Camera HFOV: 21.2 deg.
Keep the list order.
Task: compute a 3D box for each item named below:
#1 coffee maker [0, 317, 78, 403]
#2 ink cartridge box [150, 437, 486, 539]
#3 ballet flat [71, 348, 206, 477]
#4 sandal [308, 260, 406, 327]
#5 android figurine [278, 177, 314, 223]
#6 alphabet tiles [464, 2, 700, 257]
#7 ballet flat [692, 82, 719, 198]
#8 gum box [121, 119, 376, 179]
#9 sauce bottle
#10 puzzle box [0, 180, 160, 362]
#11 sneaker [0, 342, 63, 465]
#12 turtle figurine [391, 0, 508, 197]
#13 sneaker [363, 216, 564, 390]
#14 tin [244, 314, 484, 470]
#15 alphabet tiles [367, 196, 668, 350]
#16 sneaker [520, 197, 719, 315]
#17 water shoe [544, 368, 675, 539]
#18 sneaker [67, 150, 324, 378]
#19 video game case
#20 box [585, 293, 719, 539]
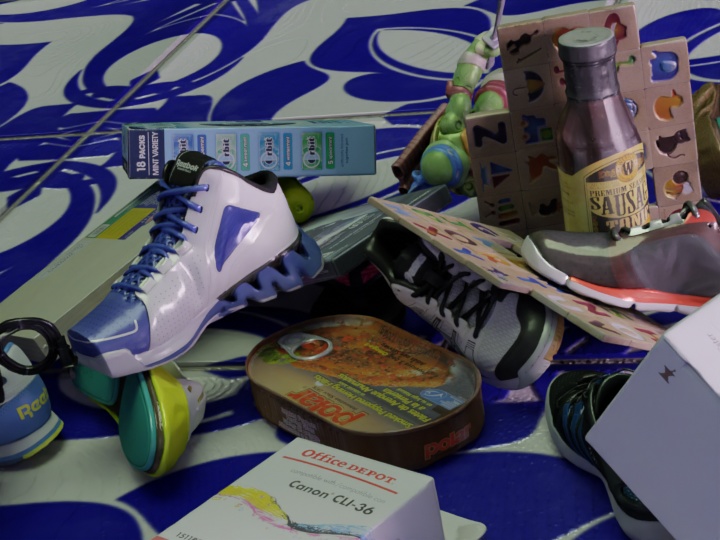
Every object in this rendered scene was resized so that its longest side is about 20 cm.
[{"bbox_3d":[-0.284,0.118,1.210,0.192,0.135,0.200,-30,33,9],"label":"coffee maker"},{"bbox_3d":[-0.031,0.163,1.116,0.116,0.068,0.200,12,33,41],"label":"ink cartridge box"},{"bbox_3d":[-0.146,0.087,1.346,0.067,0.067,0.200,4,15,-26],"label":"ballet flat"},{"bbox_3d":[0.000,0.000,1.484,0.075,0.045,0.200,-6,25,10],"label":"sandal"},{"bbox_3d":[-0.126,-0.033,1.574,0.182,0.041,0.200,-23,15,-8],"label":"android figurine"},{"bbox_3d":[0.164,-0.098,1.424,0.167,0.201,0.008,-9,30,5],"label":"alphabet tiles"},{"bbox_3d":[0.278,-0.099,1.574,0.072,0.068,0.200,-26,20,17],"label":"ballet flat"},{"bbox_3d":[-0.098,-0.103,1.607,0.199,0.045,0.170,-2,6,-8],"label":"gum box"},{"bbox_3d":[0.172,-0.074,1.385,0.066,0.201,0.066,-10,26,5],"label":"sauce bottle"},{"bbox_3d":[-0.192,-0.003,1.464,0.200,0.025,0.133,-41,21,-23],"label":"puzzle box"},{"bbox_3d":[-0.312,0.094,1.369,0.199,0.083,0.074,-8,26,12],"label":"sneaker"},{"bbox_3d":[0.133,-0.119,1.547,0.144,0.200,0.194,37,21,7],"label":"turtle figurine"},{"bbox_3d":[0.064,0.020,1.336,0.088,0.076,0.200,28,4,-31],"label":"sneaker"},{"bbox_3d":[0.001,0.083,1.315,0.112,0.042,0.200,-21,26,-30],"label":"tin"},{"bbox_3d":[0.122,0.005,1.323,0.200,0.008,0.167,34,14,38],"label":"alphabet tiles"},{"bbox_3d":[0.212,-0.015,1.326,0.199,0.082,0.077,11,12,4],"label":"sneaker"},{"bbox_3d":[0.164,0.090,1.177,0.071,0.079,0.200,-15,25,-9],"label":"water shoe"},{"bbox_3d":[-0.125,-0.017,1.330,0.199,0.116,0.080,-30,23,-29],"label":"sneaker"},{"bbox_3d":[-0.042,-0.015,1.495,0.200,0.019,0.143,-12,16,45],"label":"video game case"},{"bbox_3d":[0.253,0.076,1.058,0.200,0.106,0.152,-29,70,-35],"label":"box"}]
